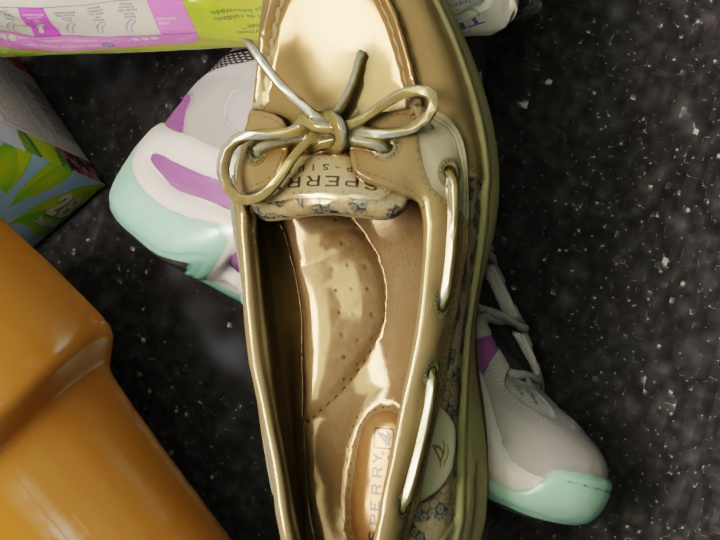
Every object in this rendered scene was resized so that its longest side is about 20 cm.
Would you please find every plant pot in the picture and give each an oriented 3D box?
[{"bbox_3d":[-0.113,0.117,0.789,0.183,0.200,0.200,41,96,3],"label":"plant pot"}]

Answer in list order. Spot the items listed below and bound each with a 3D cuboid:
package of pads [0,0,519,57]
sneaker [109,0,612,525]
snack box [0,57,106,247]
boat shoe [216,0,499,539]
[{"bbox_3d":[-0.037,-0.144,0.823,0.198,0.068,0.155,-1,54,18],"label":"package of pads"},{"bbox_3d":[0.026,-0.023,0.811,0.200,0.078,0.140,37,95,18],"label":"sneaker"},{"bbox_3d":[-0.197,-0.015,0.816,0.168,0.200,0.068,-40,74,8],"label":"snack box"},{"bbox_3d":[0.000,0.000,0.733,0.073,0.063,0.202,-7,92,22],"label":"boat shoe"}]
